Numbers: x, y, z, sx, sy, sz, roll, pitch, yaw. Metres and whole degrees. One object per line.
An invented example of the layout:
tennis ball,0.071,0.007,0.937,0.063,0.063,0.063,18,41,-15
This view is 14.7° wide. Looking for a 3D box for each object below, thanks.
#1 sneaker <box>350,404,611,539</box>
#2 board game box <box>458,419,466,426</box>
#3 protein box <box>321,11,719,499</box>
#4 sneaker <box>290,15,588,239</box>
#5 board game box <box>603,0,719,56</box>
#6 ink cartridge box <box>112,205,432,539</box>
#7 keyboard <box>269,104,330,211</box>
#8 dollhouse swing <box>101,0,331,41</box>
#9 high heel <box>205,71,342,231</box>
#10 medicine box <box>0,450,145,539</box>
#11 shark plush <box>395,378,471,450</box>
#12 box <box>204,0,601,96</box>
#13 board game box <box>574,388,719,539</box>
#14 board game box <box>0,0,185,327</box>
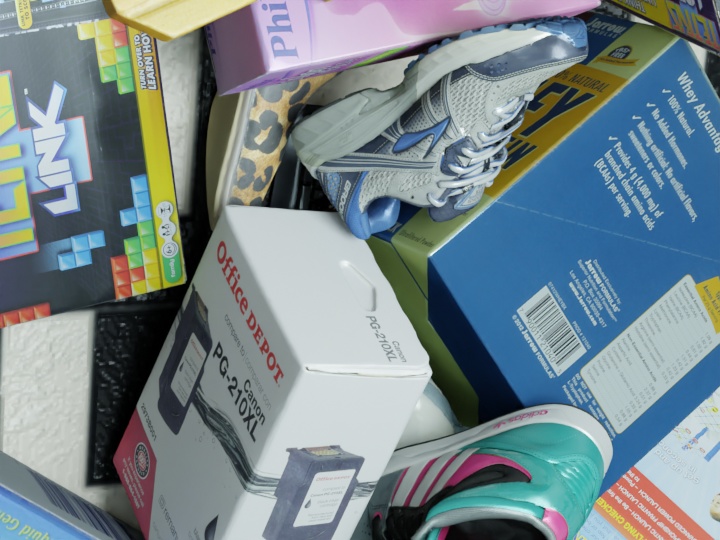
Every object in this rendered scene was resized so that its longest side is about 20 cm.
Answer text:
sneaker,0.044,0.157,1.551,0.200,0.121,0.084,-28,110,31
board game box,0.034,0.192,1.751,0.126,0.035,0.200,-20,115,-17
protein box,0.126,-0.012,1.640,0.200,0.135,0.199,-41,117,-15
sneaker,0.055,-0.075,1.509,0.077,0.200,0.085,-15,81,-47
board game box,0.160,-0.223,1.559,0.057,0.200,0.166,-27,118,-14
ink cartridge box,-0.053,0.083,1.567,0.084,0.145,0.200,5,127,-30
keyboard,0.000,0.000,1.675,0.127,0.021,0.200,2,109,-24
dollhouse swing,-0.043,-0.232,1.379,0.176,0.182,0.200,-27,95,-34
high heel,-0.008,-0.098,1.602,0.142,0.071,0.200,12,95,-20
medicine box,-0.213,0.223,1.616,0.182,0.103,0.200,34,93,-29
shark plush,0.010,0.072,1.655,0.091,0.083,0.200,-36,101,19
box,0.007,-0.204,1.524,0.200,0.097,0.176,-13,90,-18
board game box,0.214,0.142,1.708,0.196,0.200,0.056,-41,161,-17
board game box,-0.191,-0.073,1.535,0.165,0.057,0.200,-15,114,-19
